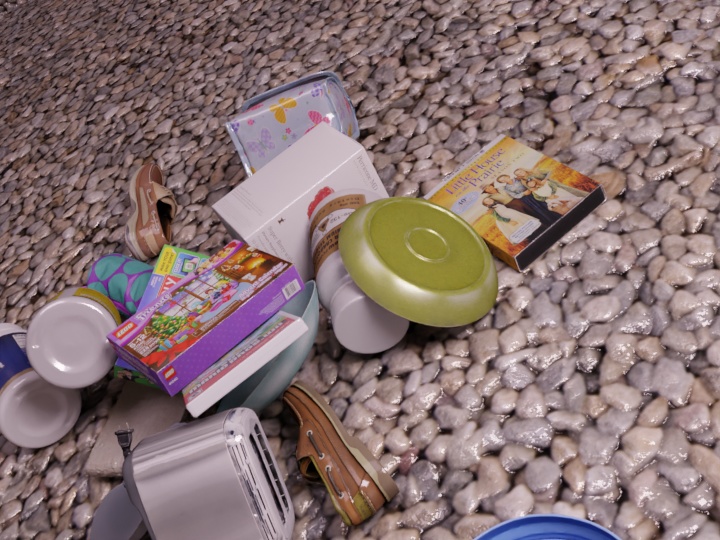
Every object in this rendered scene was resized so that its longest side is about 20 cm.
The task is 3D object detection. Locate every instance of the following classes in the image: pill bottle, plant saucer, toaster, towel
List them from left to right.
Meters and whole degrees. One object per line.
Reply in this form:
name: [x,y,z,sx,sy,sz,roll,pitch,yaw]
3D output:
pill bottle: [-0.466,0.148,1.305,0.111,0.111,0.200,-41,39,-14]
pill bottle: [-0.362,0.080,1.222,0.111,0.112,0.200,-36,11,-7]
towel: [-0.258,0.174,1.203,0.131,0.035,0.201,-8,43,29]
toaster: [-0.149,0.224,0.954,0.128,0.202,0.114,-21,4,3]
plant saucer: [-0.099,0.105,1.120,0.202,0.039,0.201,-52,11,14]
pill bottle: [0.000,0.000,1.155,0.113,0.115,0.201,-23,38,9]
plant saucer: [0.073,-0.021,1.098,0.198,0.031,0.201,13,42,-12]

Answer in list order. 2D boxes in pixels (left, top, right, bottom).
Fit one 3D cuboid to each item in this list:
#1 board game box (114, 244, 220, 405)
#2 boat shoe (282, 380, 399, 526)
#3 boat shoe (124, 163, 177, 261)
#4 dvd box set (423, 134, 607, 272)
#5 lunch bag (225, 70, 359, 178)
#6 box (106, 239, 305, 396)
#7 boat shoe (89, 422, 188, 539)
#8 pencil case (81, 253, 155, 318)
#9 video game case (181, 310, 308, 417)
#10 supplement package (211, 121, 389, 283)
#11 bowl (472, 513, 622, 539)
board game box: [-0.217,0.065,1.215,0.133,0.029,0.201,16,50,-4]
boat shoe: [-0.042,0.188,1.009,0.068,0.072,0.200,-38,38,-11]
boat shoe: [-0.325,-0.098,1.523,0.071,0.076,0.201,-17,49,11]
dvd box set: [0.189,-0.091,1.199,0.146,0.030,0.200,-38,39,-9]
lunch bag: [-0.098,-0.220,1.446,0.168,0.128,0.200,-20,10,12]
box: [-0.179,0.048,1.098,0.200,0.039,0.136,-40,34,-24]
boat shoe: [-0.226,0.250,1.067,0.200,0.068,0.074,-53,48,11]
pencil case: [-0.310,0.038,1.346,0.092,0.086,0.199,-36,35,-29]
video game case: [-0.132,0.094,1.029,0.143,0.018,0.200,-38,8,-10]
supplement package: [-0.076,-0.084,1.294,0.200,0.122,0.120,-39,39,-10]
bowl: [0.149,0.299,0.786,0.199,0.040,0.202,-18,40,16]
